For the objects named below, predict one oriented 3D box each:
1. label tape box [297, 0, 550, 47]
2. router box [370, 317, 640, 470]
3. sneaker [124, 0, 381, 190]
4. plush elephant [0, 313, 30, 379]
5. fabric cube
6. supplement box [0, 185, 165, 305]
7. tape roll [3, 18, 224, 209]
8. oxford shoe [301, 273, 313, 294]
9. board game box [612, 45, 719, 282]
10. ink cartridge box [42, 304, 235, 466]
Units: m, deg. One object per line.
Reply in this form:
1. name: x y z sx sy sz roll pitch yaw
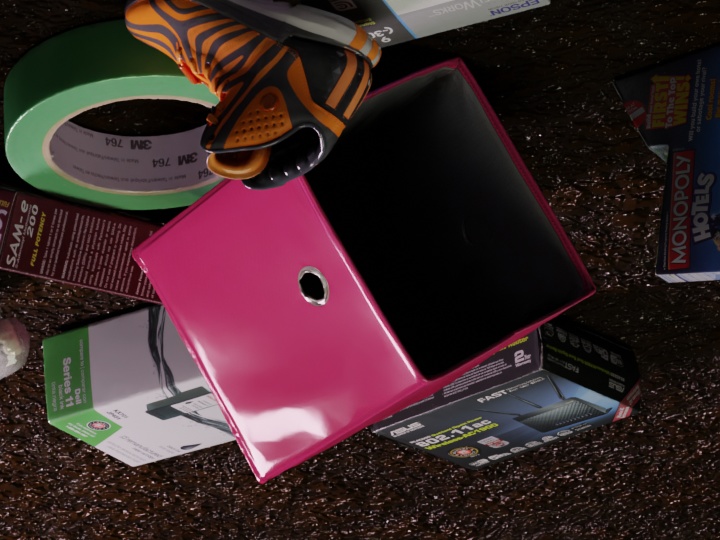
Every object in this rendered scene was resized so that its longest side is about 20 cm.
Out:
1. label tape box: 0.042 -0.191 1.615 0.143 0.066 0.200 -13 152 18
2. router box: 0.128 0.109 2.278 0.200 0.062 0.150 -24 148 35
3. sneaker: -0.089 -0.119 1.619 0.200 0.112 0.078 15 165 38
4. plush elephant: -0.381 0.048 1.981 0.200 0.165 0.155 -38 110 -1
5. fabric cube: 0.000 0.000 1.781 0.200 0.196 0.199 -26 174 -44
6. supplement box: -0.200 -0.017 1.903 0.200 0.061 0.109 13 -179 -35
7. tape roll: -0.149 -0.107 1.784 0.200 0.048 0.201 -3 155 -1
8. oxford shoe: -0.053 0.037 1.908 0.200 0.071 0.072 44 135 -15
9. board game box: 0.273 -0.083 1.786 0.200 0.200 0.062 -3 158 32
10. ink cartridge box: -0.146 0.089 2.162 0.200 0.083 0.147 -17 153 22
